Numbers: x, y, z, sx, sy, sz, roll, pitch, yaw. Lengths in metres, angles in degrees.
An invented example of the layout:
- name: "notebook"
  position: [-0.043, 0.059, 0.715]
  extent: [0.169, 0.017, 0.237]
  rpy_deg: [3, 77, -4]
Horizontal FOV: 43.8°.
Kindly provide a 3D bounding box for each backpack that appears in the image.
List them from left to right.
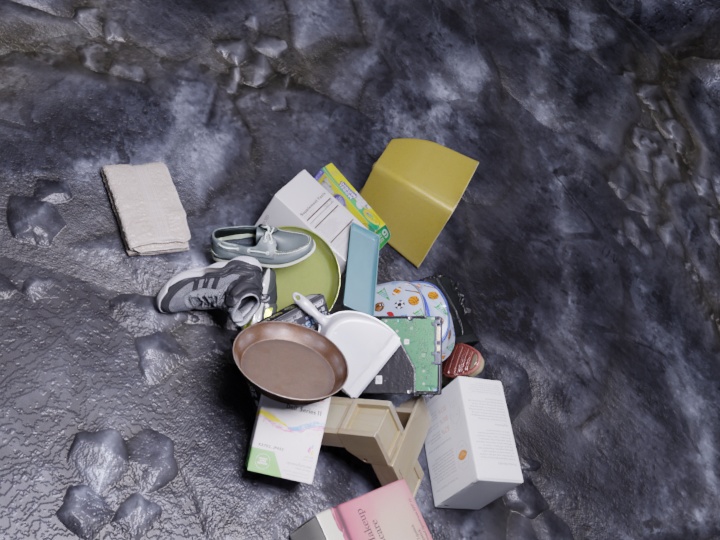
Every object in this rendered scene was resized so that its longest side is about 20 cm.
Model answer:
- name: "backpack"
  position: [0.085, 0.107, 1.730]
  extent: [0.187, 0.155, 0.203]
  rpy_deg: [-13, 61, 1]

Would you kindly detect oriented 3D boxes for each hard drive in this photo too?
- name: "hard drive"
  position: [0.050, 0.153, 1.620]
  extent: [0.196, 0.038, 0.143]
  rpy_deg: [-2, 81, 13]

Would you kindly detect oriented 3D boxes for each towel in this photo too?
- name: "towel"
  position: [-0.402, -0.120, 1.686]
  extent: [0.131, 0.035, 0.202]
  rpy_deg: [-8, 63, -38]

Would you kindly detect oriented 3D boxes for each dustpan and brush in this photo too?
- name: "dustpan and brush"
  position: [-0.044, 0.109, 1.588]
  extent: [0.200, 0.057, 0.140]
  rpy_deg: [42, 85, -10]

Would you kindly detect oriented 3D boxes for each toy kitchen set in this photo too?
- name: "toy kitchen set"
  position: [0.017, 0.299, 1.640]
  extent: [0.164, 0.178, 0.202]
  rpy_deg: [-60, 138, -41]

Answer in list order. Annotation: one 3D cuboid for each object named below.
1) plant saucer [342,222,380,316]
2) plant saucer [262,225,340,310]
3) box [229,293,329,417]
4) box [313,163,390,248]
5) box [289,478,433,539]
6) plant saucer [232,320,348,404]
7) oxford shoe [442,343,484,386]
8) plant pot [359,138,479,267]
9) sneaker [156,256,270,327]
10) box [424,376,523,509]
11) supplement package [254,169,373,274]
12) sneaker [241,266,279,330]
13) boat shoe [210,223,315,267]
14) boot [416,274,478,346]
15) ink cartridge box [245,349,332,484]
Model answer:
- name: "plant saucer"
  position: [0.000, 0.000, 1.710]
  extent: [0.069, 0.019, 0.203]
  rpy_deg: [26, 48, -24]
- name: "plant saucer"
  position: [-0.136, 0.017, 1.707]
  extent: [0.196, 0.031, 0.204]
  rpy_deg: [0, 81, -1]
- name: "box"
  position: [-0.125, 0.153, 1.609]
  extent: [0.199, 0.049, 0.164]
  rpy_deg: [-28, 105, -40]
- name: "box"
  position: [-0.035, -0.108, 1.864]
  extent: [0.200, 0.117, 0.048]
  rpy_deg: [47, 39, 5]
- name: "box"
  position: [0.003, 0.451, 1.494]
  extent: [0.198, 0.109, 0.129]
  rpy_deg: [-12, 66, -39]
- name: "plant saucer"
  position: [-0.118, 0.158, 1.485]
  extent: [0.197, 0.035, 0.201]
  rpy_deg: [14, 30, -8]
- name: "oxford shoe"
  position: [0.197, 0.192, 1.753]
  extent: [0.074, 0.199, 0.071]
  rpy_deg: [31, 73, -16]
- name: "plant pot"
  position: [0.111, -0.172, 1.969]
  extent: [0.198, 0.197, 0.195]
  rpy_deg: [31, 46, 2]
- name: "sneaker"
  position: [-0.257, 0.050, 1.578]
  extent: [0.197, 0.076, 0.114]
  rpy_deg: [-19, 46, -11]
- name: "box"
  position: [0.204, 0.326, 1.687]
  extent: [0.105, 0.152, 0.203]
  rpy_deg: [10, 55, -27]
- name: "supplement package"
  position: [-0.095, -0.075, 1.797]
  extent: [0.200, 0.121, 0.120]
  rpy_deg: [42, 43, 1]
- name: "sneaker"
  position: [-0.177, 0.095, 1.653]
  extent: [0.084, 0.074, 0.204]
  rpy_deg: [21, 67, -33]
- name: "boat shoe"
  position: [-0.182, -0.051, 1.658]
  extent: [0.196, 0.062, 0.074]
  rpy_deg: [-2, 49, 2]
- name: "boot"
  position: [0.156, 0.093, 1.879]
  extent: [0.196, 0.073, 0.165]
  rpy_deg: [-4, 64, -44]
- name: "ink cartridge box"
  position: [-0.116, 0.244, 1.511]
  extent: [0.115, 0.067, 0.204]
  rpy_deg: [13, 84, -8]
